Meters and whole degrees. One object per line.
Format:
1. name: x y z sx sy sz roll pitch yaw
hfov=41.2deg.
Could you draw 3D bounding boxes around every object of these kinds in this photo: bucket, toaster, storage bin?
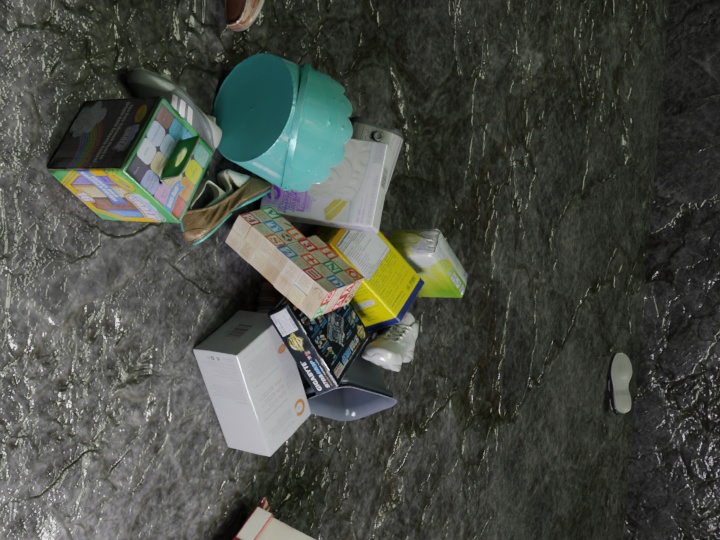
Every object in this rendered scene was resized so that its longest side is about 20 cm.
1. bucket: -0.126 -0.237 1.513 0.135 0.207 0.208 16 82 -51
2. toaster: -0.004 -0.191 1.730 0.113 0.200 0.129 17 82 -15
3. storage bin: -0.044 0.188 1.755 0.200 0.145 0.135 27 45 -53

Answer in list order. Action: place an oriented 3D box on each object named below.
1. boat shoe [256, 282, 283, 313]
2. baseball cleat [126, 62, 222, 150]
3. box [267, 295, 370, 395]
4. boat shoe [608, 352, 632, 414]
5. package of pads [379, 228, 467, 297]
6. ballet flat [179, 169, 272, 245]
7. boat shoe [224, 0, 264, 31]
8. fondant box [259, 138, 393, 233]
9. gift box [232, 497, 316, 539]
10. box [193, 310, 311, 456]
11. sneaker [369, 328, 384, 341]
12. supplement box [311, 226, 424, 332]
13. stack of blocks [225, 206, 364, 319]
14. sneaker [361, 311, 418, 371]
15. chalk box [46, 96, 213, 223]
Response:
1. boat shoe: -0.106 0.052 1.686 0.200 0.072 0.073 5 82 -59
2. baseball cleat: -0.275 -0.214 1.406 0.200 0.070 0.107 36 65 -51
3. box: -0.065 0.092 1.603 0.159 0.046 0.200 59 25 -11
4. boat shoe: 0.840 0.369 3.103 0.060 0.074 0.200 117 -24 -67
5. package of pads: 0.089 -0.014 1.844 0.155 0.200 0.068 52 47 -44
6. ballet flat: -0.219 -0.116 1.519 0.200 0.068 0.072 -41 107 -40
7. boat shoe: -0.192 -0.473 1.496 0.072 0.076 0.200 20 69 -51
8. fondant box: -0.057 -0.150 1.611 0.058 0.200 0.145 32 67 -74
9. gift box: -0.147 0.507 1.582 0.185 0.187 0.200 -50 148 -37
10. box: -0.175 0.185 1.580 0.124 0.097 0.200 -42 127 -45
11. sneaker: 0.009 0.093 1.834 0.200 0.087 0.074 52 45 -46
12. supplement box: 0.000 0.000 1.737 0.200 0.109 0.109 48 52 -17
13. stack of blocks: -0.106 -0.017 1.552 0.115 0.200 0.059 -22 149 -58
14. sneaker: 0.061 0.122 1.751 0.200 0.078 0.100 -23 134 -76
15. chalk box: -0.289 -0.146 1.279 0.124 0.200 0.125 49 55 -46
